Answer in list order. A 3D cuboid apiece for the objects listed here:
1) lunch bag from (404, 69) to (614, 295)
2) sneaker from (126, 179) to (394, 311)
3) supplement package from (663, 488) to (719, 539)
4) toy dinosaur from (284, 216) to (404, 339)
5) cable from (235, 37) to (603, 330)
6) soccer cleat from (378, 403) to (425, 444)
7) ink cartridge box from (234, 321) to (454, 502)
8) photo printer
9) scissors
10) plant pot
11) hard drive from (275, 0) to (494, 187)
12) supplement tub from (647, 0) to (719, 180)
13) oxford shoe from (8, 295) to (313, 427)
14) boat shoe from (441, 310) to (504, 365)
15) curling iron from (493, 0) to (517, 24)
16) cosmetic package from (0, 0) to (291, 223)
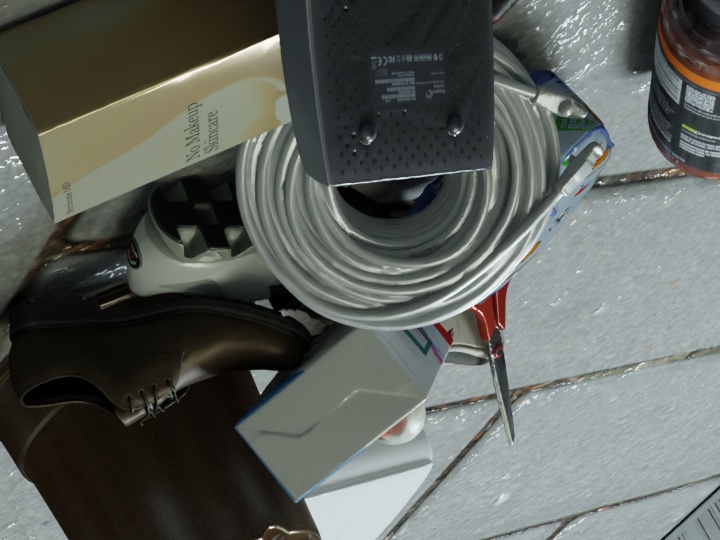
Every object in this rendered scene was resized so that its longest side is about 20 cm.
[{"bbox_3d":[0.098,-0.052,1.499,0.160,0.076,0.200,-48,169,2],"label":"lunch bag"},{"bbox_3d":[-0.066,-0.013,1.455,0.199,0.074,0.089,3,140,-30],"label":"sneaker"},{"bbox_3d":[0.488,0.370,2.766,0.151,0.151,0.200,-7,147,-42],"label":"supplement package"},{"bbox_3d":[0.000,0.000,1.560,0.199,0.077,0.102,-15,159,-26],"label":"toy dinosaur"},{"bbox_3d":[0.022,-0.064,1.348,0.200,0.069,0.200,31,103,-17],"label":"cable"},{"bbox_3d":[0.020,0.089,1.676,0.077,0.070,0.200,-2,-175,-19],"label":"soccer cleat"},{"bbox_3d":[-0.005,0.072,1.485,0.116,0.067,0.200,-39,-177,13],"label":"ink cartridge box"},{"bbox_3d":[-0.052,0.204,1.906,0.199,0.070,0.167,-11,149,-39],"label":"photo printer"},{"bbox_3d":[0.100,0.054,1.725,0.073,0.014,0.201,-21,119,-45],"label":"scissors"},{"bbox_3d":[-0.136,0.142,1.528,0.200,0.199,0.200,-25,157,-12],"label":"plant pot"},{"bbox_3d":[0.011,-0.149,1.168,0.134,0.201,0.042,-9,-173,-41],"label":"hard drive"},{"bbox_3d":[0.257,-0.152,1.522,0.107,0.107,0.200,-26,156,-9],"label":"supplement tub"},{"bbox_3d":[-0.129,0.064,1.423,0.199,0.085,0.073,-4,153,5],"label":"oxford shoe"},{"bbox_3d":[0.046,0.044,1.710,0.057,0.067,0.200,-19,160,27],"label":"boat shoe"},{"bbox_3d":[0.091,-0.167,1.393,0.049,0.026,0.200,14,133,-26],"label":"curling iron"},{"bbox_3d":[-0.100,-0.114,1.222,0.199,0.071,0.105,-25,156,-13],"label":"cosmetic package"}]
